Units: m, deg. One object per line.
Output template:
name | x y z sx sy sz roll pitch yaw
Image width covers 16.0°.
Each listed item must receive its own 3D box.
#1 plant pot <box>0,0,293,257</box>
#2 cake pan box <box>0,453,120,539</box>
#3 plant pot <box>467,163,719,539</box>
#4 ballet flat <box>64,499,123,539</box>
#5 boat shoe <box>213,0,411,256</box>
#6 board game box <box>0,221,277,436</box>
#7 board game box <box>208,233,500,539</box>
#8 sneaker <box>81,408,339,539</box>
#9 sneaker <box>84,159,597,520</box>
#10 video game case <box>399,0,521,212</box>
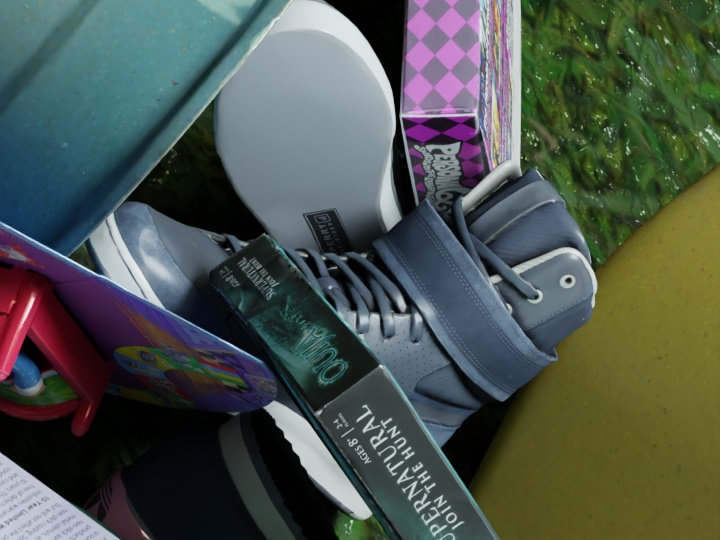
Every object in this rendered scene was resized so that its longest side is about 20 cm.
plant pot | -0.136 -0.123 0.893 0.196 0.200 0.200 40 43 -11
cake pan box | -0.167 0.109 0.749 0.184 0.052 0.200 31 34 18
plant pot | 0.186 0.063 1.042 0.194 0.200 0.195 32 25 35
ballet flat | -0.069 0.163 0.878 0.200 0.069 0.069 46 41 -9
boat shoe | -0.016 -0.048 1.005 0.200 0.069 0.057 76 9 -55
board game box | -0.129 0.022 0.841 0.200 0.158 0.039 30 71 -28
board game box | 0.025 0.089 0.867 0.200 0.028 0.135 57 -5 -25
sneaker | -0.035 0.144 0.936 0.070 0.082 0.200 -96 164 -68
sneaker | 0.000 -0.001 0.950 0.202 0.146 0.077 40 17 -48
video game case | 0.046 -0.091 1.094 0.181 0.036 0.200 77 13 -56
